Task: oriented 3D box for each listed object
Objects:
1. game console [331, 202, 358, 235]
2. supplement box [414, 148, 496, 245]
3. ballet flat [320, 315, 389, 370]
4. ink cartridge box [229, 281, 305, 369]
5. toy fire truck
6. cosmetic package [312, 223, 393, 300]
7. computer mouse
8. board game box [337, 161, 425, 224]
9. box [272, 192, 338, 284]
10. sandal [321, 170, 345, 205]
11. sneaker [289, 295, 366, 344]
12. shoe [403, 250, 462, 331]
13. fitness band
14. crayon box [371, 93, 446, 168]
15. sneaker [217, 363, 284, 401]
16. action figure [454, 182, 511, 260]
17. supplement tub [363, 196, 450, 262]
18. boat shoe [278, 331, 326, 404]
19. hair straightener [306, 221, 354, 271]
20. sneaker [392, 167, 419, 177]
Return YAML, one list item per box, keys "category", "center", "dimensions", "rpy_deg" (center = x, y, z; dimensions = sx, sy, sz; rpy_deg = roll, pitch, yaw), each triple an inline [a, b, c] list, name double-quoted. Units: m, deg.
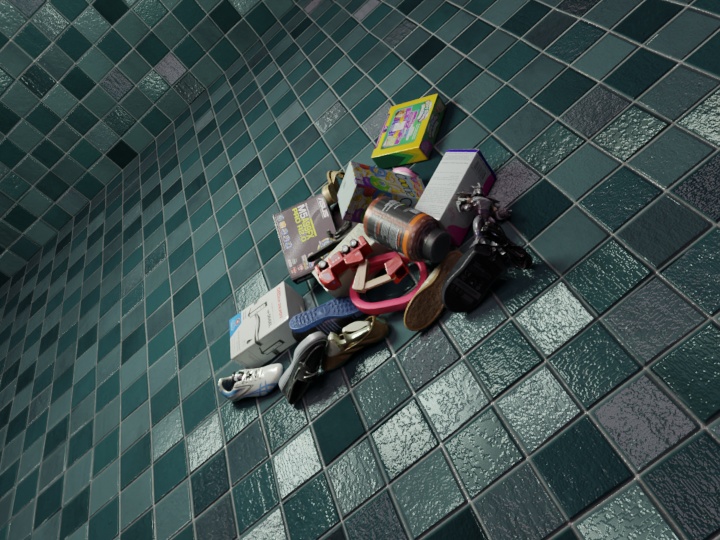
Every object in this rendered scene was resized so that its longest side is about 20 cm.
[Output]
- category: "game console"
  center: [-0.057, -0.119, 1.703]
  dimensions: [0.175, 0.116, 0.201]
  rpy_deg: [41, 88, 22]
- category: "supplement box"
  center: [0.219, -0.173, 1.424]
  dimensions: [0.102, 0.101, 0.202]
  rpy_deg: [11, 64, 47]
- category: "ballet flat"
  center: [-0.028, 0.160, 1.388]
  dimensions: [0.198, 0.072, 0.069]
  rpy_deg: [-30, 40, 21]
- category: "ink cartridge box"
  center: [-0.244, 0.147, 1.592]
  dimensions: [0.198, 0.084, 0.147]
  rpy_deg: [-35, 39, 15]
- category: "toy fire truck"
  center: [0.000, 0.000, 1.409]
  dimensions: [0.198, 0.049, 0.143]
  rpy_deg: [-34, 57, 8]
- category: "cosmetic package"
  center: [-0.013, -0.021, 1.518]
  dimensions: [0.200, 0.087, 0.103]
  rpy_deg: [-45, 41, 1]
- category: "computer mouse"
  center: [0.244, 0.002, 1.251]
  dimensions: [0.201, 0.138, 0.053]
  rpy_deg: [-48, 17, 18]
- category: "board game box"
  center: [0.056, -0.175, 1.480]
  dimensions: [0.104, 0.196, 0.106]
  rpy_deg: [-105, 31, -48]
- category: "box"
  center: [-0.136, -0.087, 1.629]
  dimensions: [0.157, 0.044, 0.204]
  rpy_deg: [-22, 70, 9]
- category: "sandal"
  center: [-0.054, -0.242, 1.703]
  dimensions: [0.069, 0.079, 0.213]
  rpy_deg: [-24, 19, 15]
- category: "sneaker"
  center: [-0.071, 0.125, 1.471]
  dimensions: [0.196, 0.079, 0.071]
  rpy_deg: [-17, 40, 2]
- category: "shoe"
  center: [0.165, 0.049, 1.328]
  dimensions: [0.069, 0.053, 0.201]
  rpy_deg: [37, 86, 8]
- category: "fitness band"
  center: [0.067, 0.030, 1.416]
  dimensions: [0.196, 0.038, 0.146]
  rpy_deg: [-12, 56, 21]
- category: "crayon box"
  center: [0.138, -0.394, 1.727]
  dimensions: [0.170, 0.058, 0.203]
  rpy_deg: [-3, 55, 40]
- category: "sneaker"
  center: [-0.275, 0.276, 1.521]
  dimensions: [0.197, 0.073, 0.073]
  rpy_deg: [-23, 42, 25]
- category: "action figure"
  center: [0.271, -0.109, 1.323]
  dimensions: [0.127, 0.070, 0.204]
  rpy_deg: [3, 60, -10]
- category: "supplement tub"
  center: [0.104, -0.086, 1.348]
  dimensions: [0.198, 0.107, 0.108]
  rpy_deg: [30, 78, 39]
- category: "boat shoe"
  center: [-0.122, 0.229, 1.398]
  dimensions: [0.071, 0.071, 0.202]
  rpy_deg: [55, 130, 35]
- category: "hair straightener"
  center: [-0.060, -0.085, 1.562]
  dimensions: [0.199, 0.041, 0.077]
  rpy_deg: [-41, 68, 1]
- category: "sneaker"
  center: [0.062, -0.217, 1.633]
  dimensions: [0.197, 0.080, 0.088]
  rpy_deg: [-7, 63, 47]
